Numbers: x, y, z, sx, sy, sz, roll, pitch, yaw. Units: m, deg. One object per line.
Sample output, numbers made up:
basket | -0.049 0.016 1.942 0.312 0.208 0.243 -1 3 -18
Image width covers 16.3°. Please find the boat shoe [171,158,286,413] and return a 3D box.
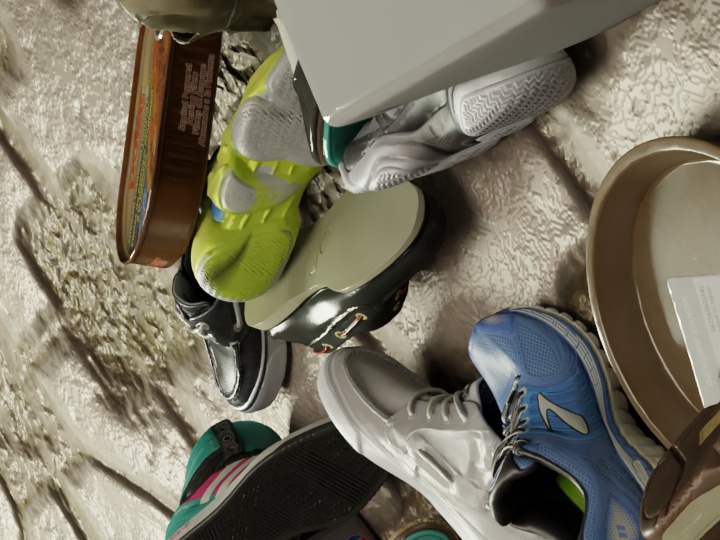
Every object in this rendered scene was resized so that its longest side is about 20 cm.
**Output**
boat shoe | -0.095 0.015 1.686 0.072 0.068 0.201 36 137 40

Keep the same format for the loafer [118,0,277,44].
loafer | -0.089 -0.172 1.462 0.067 0.200 0.076 -29 81 14

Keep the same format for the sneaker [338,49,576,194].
sneaker | 0.038 -0.118 1.400 0.200 0.075 0.114 -29 81 56

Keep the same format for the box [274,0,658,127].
box | 0.072 -0.193 1.174 0.199 0.200 0.172 -25 86 58

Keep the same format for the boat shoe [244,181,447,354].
boat shoe | 0.001 -0.003 1.540 0.201 0.063 0.074 -33 40 55

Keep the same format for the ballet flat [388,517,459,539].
ballet flat | 0.030 0.243 1.642 0.065 0.070 0.201 -95 12 -70

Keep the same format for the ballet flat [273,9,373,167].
ballet flat | -0.007 -0.156 1.441 0.068 0.068 0.200 35 127 25

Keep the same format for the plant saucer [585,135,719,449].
plant saucer | 0.192 0.023 1.295 0.200 0.029 0.201 36 138 41

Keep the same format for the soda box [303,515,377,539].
soda box | -0.027 0.260 1.747 0.070 0.063 0.200 49 145 27

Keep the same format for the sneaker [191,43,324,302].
sneaker | -0.058 -0.083 1.561 0.200 0.076 0.105 -61 22 25

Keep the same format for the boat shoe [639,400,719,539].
boat shoe | 0.212 0.068 1.166 0.075 0.075 0.202 28 132 -11

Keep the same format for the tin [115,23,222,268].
tin | -0.121 -0.100 1.595 0.112 0.042 0.201 165 113 -69

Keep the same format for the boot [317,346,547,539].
boot | 0.060 0.091 1.512 0.200 0.073 0.096 41 135 22

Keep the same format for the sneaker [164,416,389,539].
sneaker | -0.054 0.135 1.694 0.200 0.121 0.084 -37 113 21

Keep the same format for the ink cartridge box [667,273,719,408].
ink cartridge box | 0.253 0.063 1.194 0.200 0.057 0.163 -3 108 54

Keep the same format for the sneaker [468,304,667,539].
sneaker | 0.105 0.093 1.400 0.200 0.089 0.079 -124 30 -44

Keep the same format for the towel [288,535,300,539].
towel | -0.099 0.271 1.751 0.036 0.200 0.149 24 133 6
